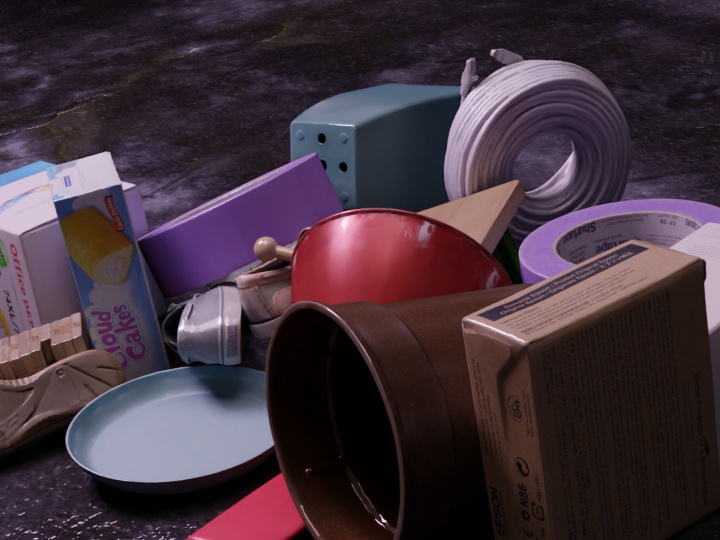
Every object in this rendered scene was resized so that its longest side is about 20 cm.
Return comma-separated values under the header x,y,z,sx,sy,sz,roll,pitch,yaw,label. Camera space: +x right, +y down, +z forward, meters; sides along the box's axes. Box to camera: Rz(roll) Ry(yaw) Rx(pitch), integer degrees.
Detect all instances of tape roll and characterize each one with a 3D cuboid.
x,y,z,sx,sy,sz,roll,pitch,yaw,label
0.246,0.010,1.537,0.199,0.085,0.200,-8,22,3,tape roll
-0.119,-0.045,1.691,0.200,0.066,0.200,-26,6,3,tape roll

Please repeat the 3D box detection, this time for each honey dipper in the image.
x,y,z,sx,sy,sz,roll,pitch,yaw,label
0.000,0.000,1.497,0.199,0.038,0.038,15,28,16,honey dipper

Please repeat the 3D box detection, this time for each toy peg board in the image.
x,y,z,sx,sy,sz,roll,pitch,yaw,label
0.060,0.020,1.619,0.199,0.098,0.200,-18,17,26,toy peg board

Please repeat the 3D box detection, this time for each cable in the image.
x,y,z,sx,sy,sz,roll,pitch,yaw,label
0.182,-0.113,1.721,0.199,0.201,0.069,6,20,-23,cable

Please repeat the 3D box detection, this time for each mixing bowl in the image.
x,y,z,sx,sy,sz,roll,pitch,yaw,label
0.024,0.056,1.419,0.199,0.200,0.109,-2,46,21,mixing bowl

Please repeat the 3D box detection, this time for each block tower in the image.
x,y,z,sx,sy,sz,roll,pitch,yaw,label
-0.348,0.104,1.594,0.199,0.054,0.058,-18,24,-3,block tower

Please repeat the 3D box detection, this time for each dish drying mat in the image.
x,y,z,sx,sy,sz,roll,pitch,yaw,label
-0.043,0.177,1.342,0.077,0.018,0.200,10,30,40,dish drying mat

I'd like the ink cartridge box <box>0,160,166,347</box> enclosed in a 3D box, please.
x,y,z,sx,sy,sz,roll,pitch,yaw,label
-0.325,-0.013,1.774,0.146,0.147,0.200,-25,25,-34,ink cartridge box

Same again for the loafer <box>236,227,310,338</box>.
x,y,z,sx,sy,sz,roll,pitch,yaw,label
-0.042,-0.011,1.576,0.072,0.063,0.200,-13,20,41,loafer

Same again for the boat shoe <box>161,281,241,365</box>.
x,y,z,sx,sy,sz,roll,pitch,yaw,label
-0.149,0.048,1.588,0.071,0.070,0.201,1,5,-8,boat shoe

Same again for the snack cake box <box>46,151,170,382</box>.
x,y,z,sx,sy,sz,roll,pitch,yaw,label
-0.240,0.001,1.625,0.067,0.201,0.115,-16,22,-9,snack cake box

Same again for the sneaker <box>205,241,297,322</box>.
x,y,z,sx,sy,sz,roll,pitch,yaw,label
-0.067,-0.010,1.750,0.200,0.073,0.082,-21,19,-29,sneaker

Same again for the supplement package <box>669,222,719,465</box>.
x,y,z,sx,sy,sz,roll,pitch,yaw,label
0.274,0.059,1.347,0.121,0.120,0.200,13,31,43,supplement package

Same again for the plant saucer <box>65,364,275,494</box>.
x,y,z,sx,sy,sz,roll,pitch,yaw,label
-0.151,0.139,1.460,0.199,0.028,0.200,-5,24,2,plant saucer

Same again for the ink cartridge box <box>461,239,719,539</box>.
x,y,z,sx,sy,sz,roll,pitch,yaw,label
0.165,0.100,1.184,0.164,0.201,0.075,-23,26,-30,ink cartridge box

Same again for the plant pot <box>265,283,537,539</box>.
x,y,z,sx,sy,sz,roll,pitch,yaw,label
0.062,0.102,1.266,0.198,0.201,0.200,-12,20,-28,plant pot

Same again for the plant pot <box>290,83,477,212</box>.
x,y,z,sx,sy,sz,roll,pitch,yaw,label
0.023,-0.121,1.829,0.141,0.142,0.200,7,13,37,plant pot

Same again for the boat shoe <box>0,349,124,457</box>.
x,y,z,sx,sy,sz,roll,pitch,yaw,label
-0.309,0.130,1.536,0.200,0.073,0.063,-22,-20,-17,boat shoe
